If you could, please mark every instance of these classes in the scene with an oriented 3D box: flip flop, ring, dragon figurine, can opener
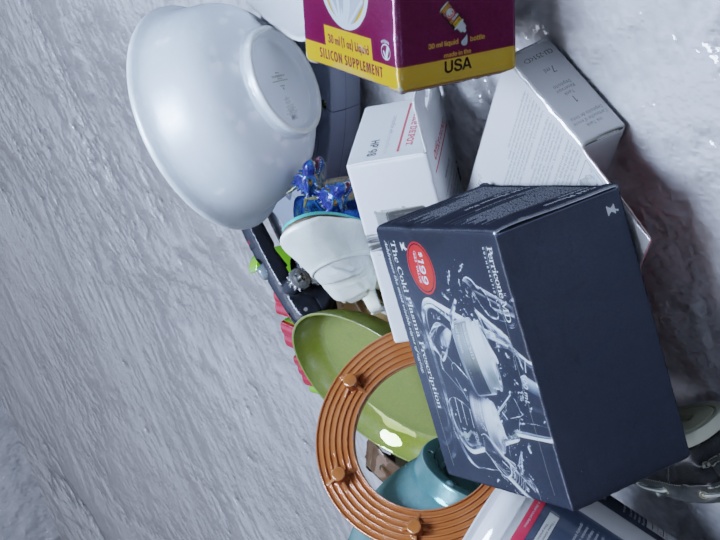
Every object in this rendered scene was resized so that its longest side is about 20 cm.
[{"bbox_3d":[0.037,0.199,1.796,0.081,0.057,0.201,30,141,52],"label":"flip flop"},{"bbox_3d":[0.056,0.137,1.525,0.201,0.200,0.019,50,179,27],"label":"ring"},{"bbox_3d":[-0.022,-0.043,1.546,0.059,0.099,0.200,59,156,19],"label":"dragon figurine"},{"bbox_3d":[-0.084,-0.032,1.729,0.201,0.063,0.079,58,157,10],"label":"can opener"}]

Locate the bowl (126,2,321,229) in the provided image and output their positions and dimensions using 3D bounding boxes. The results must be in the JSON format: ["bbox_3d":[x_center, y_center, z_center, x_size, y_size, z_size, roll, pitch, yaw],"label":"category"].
[{"bbox_3d":[-0.096,-0.143,1.502,0.090,0.201,0.202,-22,96,31],"label":"bowl"}]

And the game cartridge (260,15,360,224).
[{"bbox_3d":[-0.054,-0.131,1.623,0.133,0.041,0.201,44,140,31],"label":"game cartridge"}]

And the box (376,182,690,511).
[{"bbox_3d":[0.117,0.047,1.274,0.182,0.104,0.201,3,112,64],"label":"box"}]

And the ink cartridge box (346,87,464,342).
[{"bbox_3d":[0.041,-0.060,1.431,0.116,0.066,0.201,-74,-28,-61],"label":"ink cartridge box"}]

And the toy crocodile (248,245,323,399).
[{"bbox_3d":[-0.051,0.064,1.831,0.067,0.062,0.201,13,127,61],"label":"toy crocodile"}]

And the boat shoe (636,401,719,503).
[{"bbox_3d":[0.217,0.144,1.346,0.068,0.072,0.200,56,158,-8],"label":"boat shoe"}]

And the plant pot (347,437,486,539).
[{"bbox_3d":[0.092,0.229,1.582,0.200,0.200,0.135,38,120,44],"label":"plant pot"}]

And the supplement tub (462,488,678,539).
[{"bbox_3d":[0.175,0.244,1.382,0.200,0.141,0.140,33,152,5],"label":"supplement tub"}]

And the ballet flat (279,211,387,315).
[{"bbox_3d":[0.000,0.000,1.488,0.070,0.069,0.200,53,-168,22],"label":"ballet flat"}]

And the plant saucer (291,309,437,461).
[{"bbox_3d":[0.025,0.103,1.667,0.199,0.031,0.200,30,151,19],"label":"plant saucer"}]

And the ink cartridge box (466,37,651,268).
[{"bbox_3d":[0.151,-0.040,1.317,0.176,0.045,0.200,54,156,24],"label":"ink cartridge box"}]

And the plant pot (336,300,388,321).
[{"bbox_3d":[0.015,0.013,1.683,0.200,0.027,0.201,47,153,33],"label":"plant pot"}]

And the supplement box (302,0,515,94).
[{"bbox_3d":[0.030,-0.237,1.244,0.131,0.103,0.201,27,125,55],"label":"supplement box"}]

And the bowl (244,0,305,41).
[{"bbox_3d":[-0.071,-0.308,1.460,0.200,0.074,0.200,43,150,37],"label":"bowl"}]
